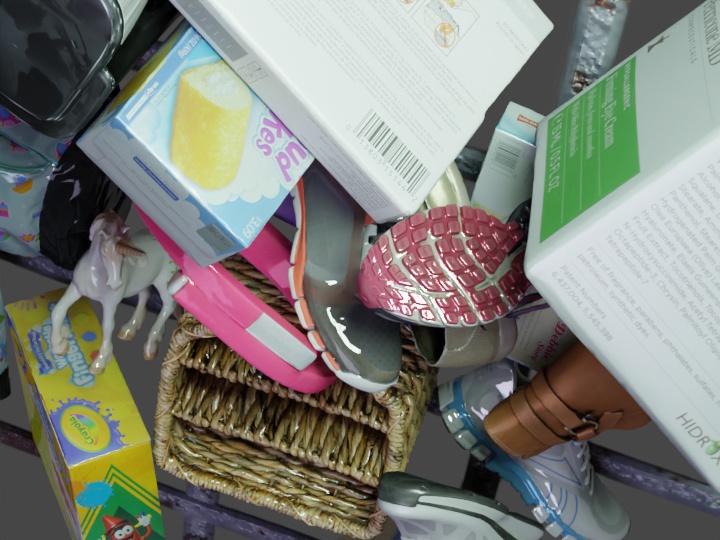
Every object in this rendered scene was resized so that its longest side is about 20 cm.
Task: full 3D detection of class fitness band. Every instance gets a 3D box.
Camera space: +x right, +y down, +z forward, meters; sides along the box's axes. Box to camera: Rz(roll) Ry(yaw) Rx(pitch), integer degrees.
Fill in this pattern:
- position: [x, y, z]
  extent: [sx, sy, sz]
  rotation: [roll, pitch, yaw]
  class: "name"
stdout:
- position: [-0.081, 0.003, 1.172]
  extent: [0.037, 0.144, 0.200]
  rotation: [-40, 114, 17]
  class: "fitness band"

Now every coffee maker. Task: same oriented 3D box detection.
- position: [-0.166, -0.179, 1.094]
  extent: [0.134, 0.200, 0.193]
  rotation: [24, 135, 11]
  class: "coffee maker"

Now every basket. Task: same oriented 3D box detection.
- position: [-0.052, 0.094, 1.299]
  extent: [0.198, 0.150, 0.143]
  rotation: [19, 154, 11]
  class: "basket"

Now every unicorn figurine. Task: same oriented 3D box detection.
- position: [-0.179, 0.008, 1.286]
  extent: [0.073, 0.200, 0.138]
  rotation: [21, 110, 6]
  class: "unicorn figurine"

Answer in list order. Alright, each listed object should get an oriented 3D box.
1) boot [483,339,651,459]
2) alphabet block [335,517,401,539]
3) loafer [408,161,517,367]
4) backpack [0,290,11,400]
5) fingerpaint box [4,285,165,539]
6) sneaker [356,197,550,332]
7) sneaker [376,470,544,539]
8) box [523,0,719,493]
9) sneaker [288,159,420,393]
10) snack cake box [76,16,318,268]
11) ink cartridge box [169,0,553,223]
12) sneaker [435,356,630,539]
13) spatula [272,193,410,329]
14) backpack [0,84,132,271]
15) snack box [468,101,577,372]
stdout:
- position: [0.151, 0.069, 1.189]
  extent: [0.154, 0.077, 0.200]
  rotation: [-24, 157, 16]
  class: "boot"
- position: [0.046, 0.330, 1.424]
  extent: [0.195, 0.197, 0.200]
  rotation: [38, 149, -7]
  class: "alphabet block"
- position: [0.041, -0.020, 1.191]
  extent: [0.076, 0.068, 0.201]
  rotation: [-31, 87, 55]
  class: "loafer"
- position: [-0.369, 0.007, 1.419]
  extent: [0.163, 0.153, 0.201]
  rotation: [37, 127, 24]
  class: "backpack"
- position: [-0.226, 0.140, 1.422]
  extent: [0.073, 0.200, 0.168]
  rotation: [-17, 133, -16]
  class: "fingerpaint box"
- position: [0.077, 0.004, 1.102]
  extent: [0.075, 0.199, 0.081]
  rotation: [-38, 69, 46]
  class: "sneaker"
- position: [0.067, 0.224, 1.275]
  extent: [0.075, 0.116, 0.200]
  rotation: [11, 168, 37]
  class: "sneaker"
- position: [0.222, -0.024, 1.022]
  extent: [0.171, 0.199, 0.200]
  rotation: [-35, 109, 24]
  class: "box"
- position: [0.001, -0.021, 1.137]
  extent: [0.082, 0.077, 0.202]
  rotation: [-20, 80, 41]
  class: "sneaker"
- position: [-0.072, -0.115, 1.080]
  extent: [0.115, 0.201, 0.067]
  rotation: [44, 150, -16]
  class: "snack cake box"
- position: [0.005, -0.161, 1.066]
  extent: [0.200, 0.177, 0.045]
  rotation: [47, 154, -17]
  class: "ink cartridge box"
- position: [0.153, 0.139, 1.321]
  extent: [0.086, 0.075, 0.200]
  rotation: [-38, 114, 25]
  class: "sneaker"
- position: [0.000, 0.000, 1.237]
  extent: [0.200, 0.021, 0.056]
  rotation: [42, 154, -16]
  class: "spatula"
- position: [-0.273, -0.096, 1.280]
  extent: [0.199, 0.127, 0.167]
  rotation: [27, 139, 6]
  class: "backpack"
- position: [0.127, -0.015, 1.216]
  extent: [0.115, 0.037, 0.201]
  rotation: [24, 135, 7]
  class: "snack box"
